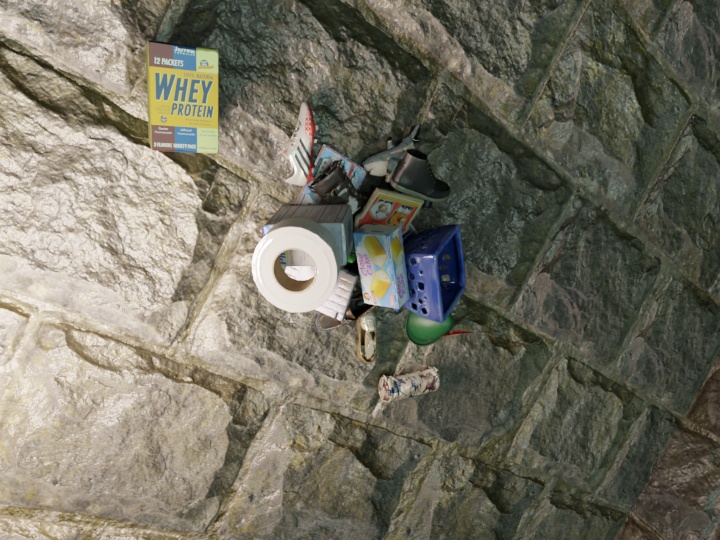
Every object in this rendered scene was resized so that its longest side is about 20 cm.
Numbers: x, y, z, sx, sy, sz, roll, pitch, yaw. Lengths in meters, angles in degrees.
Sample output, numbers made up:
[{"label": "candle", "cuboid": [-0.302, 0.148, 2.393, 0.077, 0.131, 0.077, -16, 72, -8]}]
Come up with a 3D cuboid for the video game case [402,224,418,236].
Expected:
[{"label": "video game case", "cuboid": [0.101, -0.053, 1.532, 0.183, 0.023, 0.200, -46, 119, -6]}]

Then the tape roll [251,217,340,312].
[{"label": "tape roll", "cuboid": [-0.142, -0.012, 1.182, 0.196, 0.071, 0.209, 2, 111, 5]}]

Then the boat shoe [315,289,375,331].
[{"label": "boat shoe", "cuboid": [-0.038, 0.112, 1.476, 0.197, 0.072, 0.074, -30, 102, -3]}]

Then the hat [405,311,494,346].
[{"label": "hat", "cuboid": [0.258, 0.176, 1.590, 0.198, 0.176, 0.168, -37, 118, -10]}]

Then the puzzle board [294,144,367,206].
[{"label": "puzzle board", "cuboid": [-0.081, -0.209, 1.400, 0.148, 0.017, 0.204, 24, 95, -30]}]

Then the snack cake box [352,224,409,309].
[{"label": "snack cake box", "cuboid": [0.055, -0.012, 1.357, 0.067, 0.112, 0.206, -38, 125, -48]}]

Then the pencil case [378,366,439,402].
[{"label": "pencil case", "cuboid": [0.157, 0.359, 1.659, 0.194, 0.078, 0.091, -8, 129, -22]}]

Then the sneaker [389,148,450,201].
[{"label": "sneaker", "cuboid": [0.183, -0.255, 1.408, 0.195, 0.076, 0.108, 5, 131, -32]}]

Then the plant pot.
[{"label": "plant pot", "cuboid": [0.174, 0.001, 1.446, 0.200, 0.175, 0.205, -43, 128, -49]}]

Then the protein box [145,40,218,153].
[{"label": "protein box", "cuboid": [-0.379, -0.363, 1.104, 0.131, 0.200, 0.205, -3, 108, -23]}]

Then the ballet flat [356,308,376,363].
[{"label": "ballet flat", "cuboid": [0.025, 0.183, 1.547, 0.068, 0.065, 0.206, -9, 109, -20]}]

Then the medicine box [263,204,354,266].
[{"label": "medicine box", "cuboid": [-0.122, -0.089, 1.287, 0.193, 0.183, 0.106, -1, 110, 6]}]

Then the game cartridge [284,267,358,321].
[{"label": "game cartridge", "cuboid": [-0.113, 0.037, 1.394, 0.195, 0.038, 0.133, 22, 95, 10]}]

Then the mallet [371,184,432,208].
[{"label": "mallet", "cuboid": [0.121, -0.211, 1.486, 0.194, 0.041, 0.068, -3, 103, -20]}]

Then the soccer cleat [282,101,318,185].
[{"label": "soccer cleat", "cuboid": [-0.154, -0.315, 1.305, 0.083, 0.069, 0.206, -3, 109, -19]}]

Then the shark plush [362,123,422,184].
[{"label": "shark plush", "cuboid": [0.098, -0.330, 1.417, 0.083, 0.091, 0.200, 43, 93, 9]}]

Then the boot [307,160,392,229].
[{"label": "boot", "cuboid": [-0.023, -0.214, 1.376, 0.198, 0.069, 0.176, -36, 120, -9]}]

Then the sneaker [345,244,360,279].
[{"label": "sneaker", "cuboid": [0.000, 0.000, 1.445, 0.076, 0.087, 0.200, -18, 138, 28]}]

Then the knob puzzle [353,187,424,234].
[{"label": "knob puzzle", "cuboid": [0.064, -0.120, 1.416, 0.214, 0.031, 0.223, -20, 142, -16]}]

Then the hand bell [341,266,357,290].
[{"label": "hand bell", "cuboid": [-0.116, 0.061, 1.446, 0.197, 0.105, 0.105, -32, 118, 2]}]
